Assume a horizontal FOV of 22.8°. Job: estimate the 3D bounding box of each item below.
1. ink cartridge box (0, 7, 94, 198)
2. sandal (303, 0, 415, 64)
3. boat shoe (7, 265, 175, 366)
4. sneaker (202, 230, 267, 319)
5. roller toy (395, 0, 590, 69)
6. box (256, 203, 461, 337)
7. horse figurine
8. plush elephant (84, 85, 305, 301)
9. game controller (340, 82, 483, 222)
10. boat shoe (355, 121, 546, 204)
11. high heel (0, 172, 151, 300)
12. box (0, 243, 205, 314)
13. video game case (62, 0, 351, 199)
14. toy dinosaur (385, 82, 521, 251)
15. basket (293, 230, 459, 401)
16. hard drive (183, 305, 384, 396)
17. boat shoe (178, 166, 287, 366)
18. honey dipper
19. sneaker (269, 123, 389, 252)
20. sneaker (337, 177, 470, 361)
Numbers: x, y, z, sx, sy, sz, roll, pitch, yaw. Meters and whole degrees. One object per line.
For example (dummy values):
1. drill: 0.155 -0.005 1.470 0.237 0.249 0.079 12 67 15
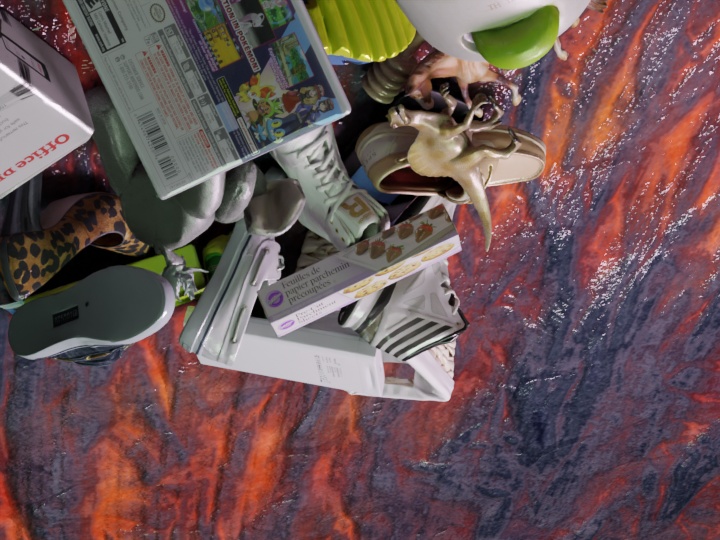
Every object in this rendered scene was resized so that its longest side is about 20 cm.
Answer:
1. ink cartridge box: -0.340 -0.148 1.486 0.145 0.085 0.200 -30 148 14
2. sandal: -0.043 -0.212 1.589 0.198 0.080 0.087 -13 -175 -26
3. boat shoe: -0.228 0.044 1.659 0.199 0.072 0.091 -12 164 35
4. sneaker: -0.126 0.039 1.894 0.073 0.084 0.201 -19 149 -3
5. roller toy: 0.097 -0.278 1.453 0.183 0.199 0.140 -57 147 -8
6. box: 0.000 0.000 1.697 0.198 0.039 0.042 -25 155 -2
7. horse figurine: 0.136 -0.215 1.677 0.200 0.050 0.132 -41 140 14
8. plush elephant: -0.142 -0.088 1.647 0.163 0.155 0.202 8 119 27
9. game controller: 0.034 -0.114 1.796 0.104 0.042 0.200 9 137 -39
10. boat shoe: 0.094 -0.098 1.749 0.198 0.070 0.074 0 141 -18
11. high heel: -0.267 -0.010 1.676 0.071 0.144 0.200 -13 151 30
12. box: -0.255 0.029 1.800 0.198 0.048 0.122 -18 175 -6
13. video game case: -0.129 -0.185 1.492 0.181 0.023 0.201 -24 104 6
14. toy dinosaur: 0.096 -0.115 1.686 0.101 0.058 0.200 -33 129 13
15. basket: 0.017 0.047 1.914 0.134 0.125 0.200 3 158 25
16. hard drive: -0.076 0.084 1.849 0.198 0.027 0.132 9 160 7
17. boat shoe: -0.108 -0.001 1.767 0.066 0.201 0.074 27 176 -2
18. honey dipper: 0.068 -0.235 1.642 0.038 0.038 0.200 8 135 -38
19. sneaker: -0.024 -0.089 1.703 0.074 0.115 0.201 -39 141 -15
20. sneaker: 0.072 0.005 1.795 0.115 0.201 0.076 36 160 -7
